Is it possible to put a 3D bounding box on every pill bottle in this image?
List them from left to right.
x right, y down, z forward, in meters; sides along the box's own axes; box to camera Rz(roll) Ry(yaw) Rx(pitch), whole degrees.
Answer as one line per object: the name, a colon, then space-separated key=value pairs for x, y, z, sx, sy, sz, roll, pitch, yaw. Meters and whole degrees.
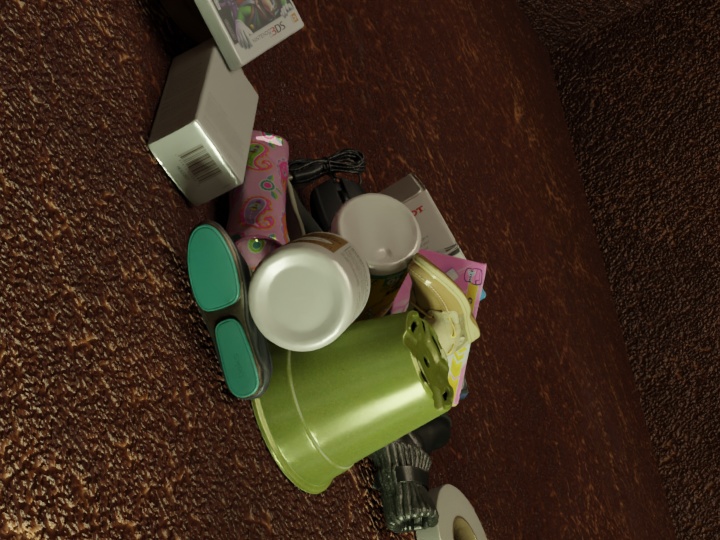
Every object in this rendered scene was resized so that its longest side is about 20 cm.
pill bottle: x=-0.049 y=0.017 z=1.481 sx=0.200 sy=0.114 sz=0.115 roll=-39 pitch=106 yaw=-79
pill bottle: x=0.000 y=0.000 z=1.692 sx=0.200 sy=0.112 sz=0.113 roll=114 pitch=-30 yaw=-56

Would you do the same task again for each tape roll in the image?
tape roll: x=0.136 y=0.399 z=1.866 sx=0.203 sy=0.037 sz=0.203 roll=52 pitch=26 yaw=-38

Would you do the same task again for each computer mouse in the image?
computer mouse: x=-0.026 y=-0.067 z=1.815 sx=0.138 sy=0.053 sz=0.201 roll=-13 pitch=86 yaw=-28

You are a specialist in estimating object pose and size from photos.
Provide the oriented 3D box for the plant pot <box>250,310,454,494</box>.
plant pot: x=0.000 y=0.134 z=1.555 sx=0.200 sy=0.189 sz=0.201 roll=54 pitch=23 yaw=-35

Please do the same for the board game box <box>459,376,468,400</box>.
board game box: x=0.062 y=0.087 z=1.842 sx=0.035 sy=0.135 sz=0.201 roll=111 pitch=-30 yaw=-67

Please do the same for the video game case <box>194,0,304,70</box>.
video game case: x=-0.158 y=-0.365 z=1.654 sx=0.201 sy=0.023 sz=0.182 roll=62 pitch=32 yaw=-13

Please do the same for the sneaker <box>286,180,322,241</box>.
sneaker: x=-0.079 y=-0.023 z=1.681 sx=0.106 sy=0.075 sz=0.201 roll=48 pitch=27 yaw=-45

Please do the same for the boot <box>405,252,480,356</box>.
boot: x=0.060 y=0.077 z=1.645 sx=0.073 sy=0.155 sz=0.200 roll=45 pitch=-8 yaw=31

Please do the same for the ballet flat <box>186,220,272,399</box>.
ballet flat: x=-0.139 y=0.042 z=1.465 sx=0.073 sy=0.073 sz=0.201 roll=-20 pitch=94 yaw=-71

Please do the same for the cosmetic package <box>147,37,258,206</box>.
cosmetic package: x=-0.182 y=-0.179 z=1.579 sx=0.102 sy=0.074 sz=0.200 roll=56 pitch=21 yaw=-30

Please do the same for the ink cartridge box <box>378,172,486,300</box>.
ink cartridge box: x=0.069 y=-0.016 z=1.938 sx=0.200 sy=0.146 sz=0.086 roll=59 pitch=2 yaw=-24

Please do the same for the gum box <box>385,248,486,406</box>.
gum box: x=0.087 y=0.078 z=1.770 sx=0.066 sy=0.113 sz=0.201 roll=147 pitch=-44 yaw=-80

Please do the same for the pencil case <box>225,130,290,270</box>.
pencil case: x=-0.126 y=-0.081 z=1.613 sx=0.087 sy=0.087 sz=0.201 roll=49 pitch=26 yaw=-43

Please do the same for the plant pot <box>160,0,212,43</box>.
plant pot: x=-0.201 y=-0.404 z=1.736 sx=0.201 sy=0.092 sz=0.201 roll=53 pitch=24 yaw=-36

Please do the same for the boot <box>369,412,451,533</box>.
boot: x=0.075 y=0.265 z=1.773 sx=0.211 sy=0.079 sz=0.158 roll=9 pitch=54 yaw=-56
